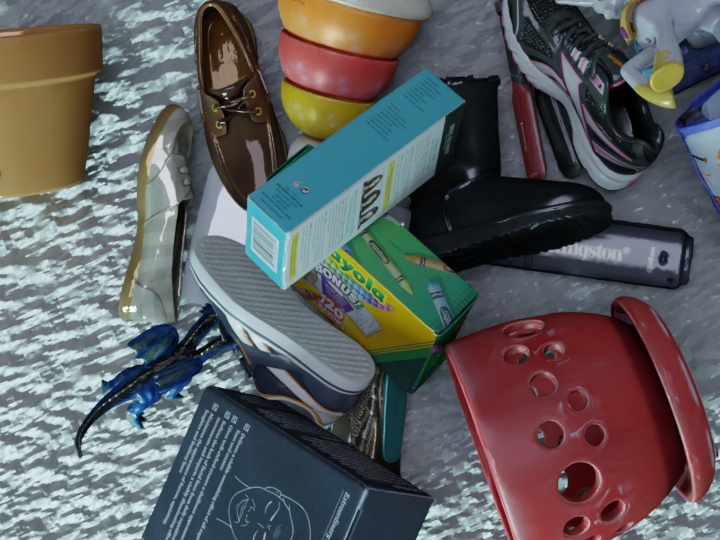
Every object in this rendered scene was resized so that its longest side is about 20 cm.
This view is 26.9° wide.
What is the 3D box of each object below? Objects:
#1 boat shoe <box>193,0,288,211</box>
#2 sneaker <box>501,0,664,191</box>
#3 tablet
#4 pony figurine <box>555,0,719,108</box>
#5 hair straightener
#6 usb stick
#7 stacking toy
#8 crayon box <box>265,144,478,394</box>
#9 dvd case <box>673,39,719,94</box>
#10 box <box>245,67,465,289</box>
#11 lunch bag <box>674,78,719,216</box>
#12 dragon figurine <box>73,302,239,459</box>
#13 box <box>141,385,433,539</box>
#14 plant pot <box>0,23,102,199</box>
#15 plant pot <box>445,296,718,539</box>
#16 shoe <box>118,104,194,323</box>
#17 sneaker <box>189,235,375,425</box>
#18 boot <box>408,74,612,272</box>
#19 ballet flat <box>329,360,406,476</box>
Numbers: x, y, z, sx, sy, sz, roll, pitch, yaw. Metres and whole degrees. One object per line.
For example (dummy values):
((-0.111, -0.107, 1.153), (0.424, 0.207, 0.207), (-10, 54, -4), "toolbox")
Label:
((-0.116, -0.150, 1.366), (0.071, 0.068, 0.202), (-15, 81, 6), "boat shoe")
((0.203, -0.173, 1.294), (0.080, 0.086, 0.201), (-35, 91, -23), "sneaker")
((-0.060, -0.014, 1.380), (0.198, 0.014, 0.132), (14, 88, 10), "tablet")
((0.274, -0.218, 1.216), (0.191, 0.168, 0.201), (-23, 40, -2), "pony figurine")
((0.167, -0.178, 1.353), (0.076, 0.041, 0.202), (-9, 78, -18), "hair straightener")
((0.193, -0.022, 1.332), (0.197, 0.033, 0.056), (8, 86, 9), "usb stick")
((-0.028, -0.170, 1.348), (0.145, 0.146, 0.202), (19, 107, 10), "stacking toy")
((0.000, 0.000, 1.294), (0.200, 0.119, 0.058), (42, 62, 12), "crayon box")
((0.289, -0.268, 1.302), (0.141, 0.018, 0.201), (-25, 108, 6), "dvd case")
((-0.004, -0.076, 1.215), (0.199, 0.083, 0.049), (-38, 68, -26), "box")
((0.380, -0.103, 1.241), (0.199, 0.124, 0.171), (-30, 110, 8), "lunch bag")
((-0.179, 0.087, 1.328), (0.059, 0.199, 0.100), (50, 132, 11), "dragon figurine")
((-0.064, 0.210, 1.276), (0.199, 0.107, 0.150), (28, 95, 37), "box")
((-0.325, -0.143, 1.352), (0.197, 0.200, 0.142), (-3, 103, 8), "plant pot")
((0.182, 0.125, 1.244), (0.181, 0.200, 0.202), (-21, 83, -1), "plant pot")
((-0.175, -0.049, 1.374), (0.053, 0.070, 0.203), (13, 96, 11), "shoe")
((-0.082, 0.058, 1.319), (0.200, 0.078, 0.080), (42, 128, 14), "sneaker")
((0.112, -0.092, 1.304), (0.196, 0.073, 0.164), (-14, 69, 23), "boot")
((0.007, 0.179, 1.337), (0.075, 0.068, 0.203), (-9, 78, 29), "ballet flat")
